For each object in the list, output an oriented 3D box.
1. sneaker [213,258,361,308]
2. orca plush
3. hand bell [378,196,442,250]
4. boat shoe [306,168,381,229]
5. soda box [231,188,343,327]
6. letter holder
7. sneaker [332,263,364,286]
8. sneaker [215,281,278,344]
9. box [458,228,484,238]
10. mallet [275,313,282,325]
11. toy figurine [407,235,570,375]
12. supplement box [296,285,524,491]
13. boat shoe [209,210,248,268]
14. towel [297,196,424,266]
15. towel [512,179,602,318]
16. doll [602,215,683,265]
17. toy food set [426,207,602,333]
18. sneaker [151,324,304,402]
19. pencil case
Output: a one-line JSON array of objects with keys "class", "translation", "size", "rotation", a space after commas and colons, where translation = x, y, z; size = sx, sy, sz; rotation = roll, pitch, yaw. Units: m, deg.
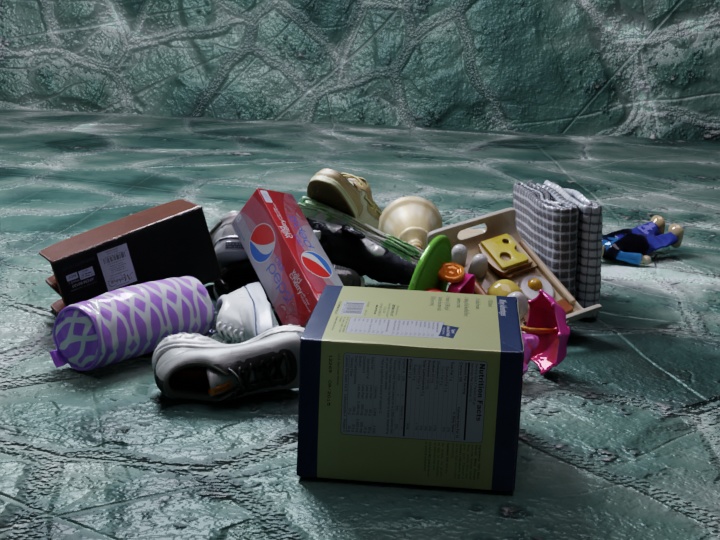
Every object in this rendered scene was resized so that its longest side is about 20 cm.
[{"class": "sneaker", "translation": [-0.100, 0.018, 1.599], "size": [0.200, 0.067, 0.091], "rotation": [0, -12, 5]}, {"class": "orca plush", "translation": [0.000, 0.000, 1.667], "size": [0.200, 0.071, 0.105], "rotation": [29, -15, -16]}, {"class": "hand bell", "translation": [0.086, -0.027, 1.868], "size": [0.104, 0.104, 0.200], "rotation": [1, 26, -5]}, {"class": "boat shoe", "translation": [-0.019, -0.101, 1.712], "size": [0.074, 0.066, 0.200], "rotation": [18, -15, 20]}, {"class": "soda box", "translation": [-0.085, -0.006, 1.519], "size": [0.063, 0.070, 0.200], "rotation": [8, 42, -44]}, {"class": "letter holder", "translation": [-0.303, -0.015, 1.568], "size": [0.200, 0.101, 0.142], "rotation": [-22, 22, -22]}, {"class": "sneaker", "translation": [-0.067, -0.005, 1.759], "size": [0.099, 0.075, 0.200], "rotation": [2, 21, -31]}, {"class": "sneaker", "translation": [-0.132, 0.072, 1.454], "size": [0.071, 0.073, 0.200], "rotation": [-23, 17, -5]}, {"class": "box", "translation": [0.172, -0.001, 1.742], "size": [0.095, 0.078, 0.200], "rotation": [-1, 15, -13]}, {"class": "mallet", "translation": [-0.055, 0.059, 1.562], "size": [0.200, 0.041, 0.066], "rotation": [1, 15, 9]}, {"class": "toy figurine", "translation": [0.146, 0.069, 1.412], "size": [0.184, 0.150, 0.200], "rotation": [18, 40, 18]}, {"class": "supplement box", "translation": [0.051, 0.106, 1.179], "size": [0.199, 0.135, 0.200], "rotation": [4, 14, 4]}, {"class": "boat shoe", "translation": [-0.183, -0.030, 1.673], "size": [0.072, 0.066, 0.200], "rotation": [0, -15, -8]}, {"class": "towel", "translation": [-0.006, -0.040, 1.727], "size": [0.200, 0.023, 0.153], "rotation": [25, -14, -5]}, {"class": "towel", "translation": [0.266, -0.032, 1.715], "size": [0.085, 0.166, 0.200], "rotation": [-7, 16, -13]}, {"class": "doll", "translation": [0.437, -0.046, 2.030], "size": [0.200, 0.049, 0.136], "rotation": [-15, 31, -34]}, {"class": "toy food set", "translation": [0.196, 0.003, 1.581], "size": [0.143, 0.060, 0.200], "rotation": [-18, 53, -26]}, {"class": "sneaker", "translation": [-0.121, 0.108, 1.299], "size": [0.200, 0.074, 0.079], "rotation": [-5, 24, -4]}, {"class": "pencil case", "translation": [-0.261, 0.060, 1.427], "size": [0.085, 0.084, 0.200], "rotation": [-31, -11, 36]}]
